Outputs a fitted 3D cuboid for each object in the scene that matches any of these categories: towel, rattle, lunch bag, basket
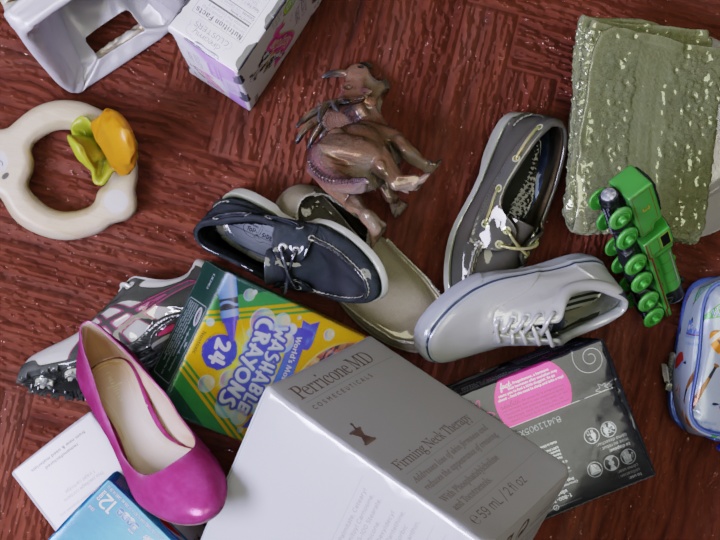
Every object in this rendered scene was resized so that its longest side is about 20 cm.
[{"bbox_3d":[0.253,-0.127,1.150,0.148,0.036,0.201,5,87,-16],"label":"towel"},{"bbox_3d":[-0.294,-0.084,1.102,0.199,0.143,0.131,1,106,-9],"label":"rattle"},{"bbox_3d":[0.377,0.091,1.162,0.199,0.076,0.161,8,89,-5],"label":"lunch bag"},{"bbox_3d":[-0.243,-0.255,1.080,0.135,0.200,0.123,-35,85,-4],"label":"basket"}]

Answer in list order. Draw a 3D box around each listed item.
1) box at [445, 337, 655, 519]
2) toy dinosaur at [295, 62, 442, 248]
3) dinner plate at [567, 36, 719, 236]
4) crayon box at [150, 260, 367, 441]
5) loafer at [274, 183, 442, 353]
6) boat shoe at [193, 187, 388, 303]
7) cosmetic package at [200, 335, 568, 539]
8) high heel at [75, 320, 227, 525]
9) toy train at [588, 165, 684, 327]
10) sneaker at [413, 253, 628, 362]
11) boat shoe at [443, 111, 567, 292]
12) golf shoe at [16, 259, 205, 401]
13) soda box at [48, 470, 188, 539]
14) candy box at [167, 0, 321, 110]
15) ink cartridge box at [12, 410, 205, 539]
[{"bbox_3d":[0.134,0.153,1.126,0.200,0.115,0.132,-21,90,-3],"label":"box"},{"bbox_3d":[-0.009,-0.102,1.112,0.135,0.200,0.086,38,116,0],"label":"toy dinosaur"},{"bbox_3d":[0.294,-0.128,1.192,0.200,0.024,0.201,0,88,-4],"label":"dinner plate"},{"bbox_3d":[-0.070,0.089,1.100,0.200,0.052,0.126,26,89,-32],"label":"crayon box"},{"bbox_3d":[0.000,0.000,1.146,0.200,0.068,0.076,41,86,-1],"label":"loafer"},{"bbox_3d":[-0.067,-0.013,1.094,0.199,0.075,0.066,30,44,32],"label":"boat shoe"},{"bbox_3d":[0.017,0.186,0.982,0.200,0.167,0.167,33,115,20],"label":"cosmetic package"},{"bbox_3d":[-0.163,0.112,0.965,0.067,0.200,0.096,-27,123,-13],"label":"high heel"},{"bbox_3d":[0.247,-0.018,1.116,0.056,0.200,0.042,-37,50,-3],"label":"toy train"},{"bbox_3d":[0.143,0.037,1.112,0.200,0.071,0.073,-21,124,-19],"label":"sneaker"},{"bbox_3d":[0.132,-0.046,1.151,0.072,0.060,0.202,20,86,-33],"label":"boat shoe"},{"bbox_3d":[-0.210,0.058,1.141,0.200,0.077,0.088,-17,61,0],"label":"golf shoe"},{"bbox_3d":[-0.144,0.250,0.984,0.200,0.064,0.068,45,85,-2],"label":"soda box"},{"bbox_3d":[-0.075,-0.252,1.102,0.071,0.168,0.200,33,87,0],"label":"candy box"},{"bbox_3d":[-0.194,0.220,1.087,0.086,0.146,0.200,-39,91,-6],"label":"ink cartridge box"}]
